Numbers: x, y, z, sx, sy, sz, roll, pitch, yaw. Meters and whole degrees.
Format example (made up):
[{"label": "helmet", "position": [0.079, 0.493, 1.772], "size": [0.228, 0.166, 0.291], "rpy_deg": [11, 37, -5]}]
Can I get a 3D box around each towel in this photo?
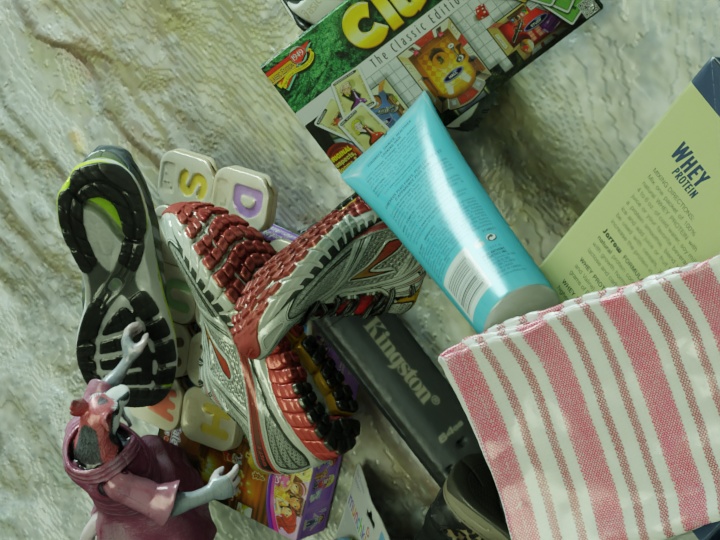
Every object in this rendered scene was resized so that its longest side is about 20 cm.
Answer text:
[{"label": "towel", "position": [0.151, 0.083, 1.387], "size": [0.199, 0.030, 0.147], "rpy_deg": [-20, 94, 32]}]

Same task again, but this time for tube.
[{"label": "tube", "position": [0.053, -0.029, 1.511], "size": [0.077, 0.050, 0.200], "rpy_deg": [-41, 46, 7]}]

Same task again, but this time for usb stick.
[{"label": "usb stick", "position": [0.016, 0.058, 1.647], "size": [0.200, 0.055, 0.033], "rpy_deg": [53, 139, -2]}]

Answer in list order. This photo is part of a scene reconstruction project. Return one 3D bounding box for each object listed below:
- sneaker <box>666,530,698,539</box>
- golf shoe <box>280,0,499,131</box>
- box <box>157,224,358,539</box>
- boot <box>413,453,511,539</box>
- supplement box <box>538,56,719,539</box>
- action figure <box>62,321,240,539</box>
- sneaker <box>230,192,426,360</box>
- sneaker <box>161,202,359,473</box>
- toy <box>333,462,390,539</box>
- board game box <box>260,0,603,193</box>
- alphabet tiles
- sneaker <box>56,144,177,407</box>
[{"label": "sneaker", "position": [0.246, 0.190, 1.493], "size": [0.200, 0.112, 0.073], "rpy_deg": [52, 131, -4]}, {"label": "golf shoe", "position": [0.001, -0.159, 1.625], "size": [0.200, 0.094, 0.078], "rpy_deg": [43, 118, 20]}, {"label": "box", "position": [-0.067, 0.071, 1.744], "size": [0.136, 0.039, 0.201], "rpy_deg": [23, 110, 29]}, {"label": "boot", "position": [0.104, 0.230, 1.631], "size": [0.200, 0.073, 0.151], "rpy_deg": [41, 130, 3]}, {"label": "supplement box", "position": [0.239, 0.015, 1.444], "size": [0.200, 0.134, 0.200], "rpy_deg": [-53, 59, 29]}, {"label": "action figure", "position": [-0.166, 0.137, 1.669], "size": [0.149, 0.200, 0.134], "rpy_deg": [-34, 56, -3]}, {"label": "sneaker", "position": [0.000, 0.000, 1.595], "size": [0.082, 0.200, 0.078], "rpy_deg": [56, 150, -5]}, {"label": "sneaker", "position": [-0.084, 0.047, 1.656], "size": [0.082, 0.078, 0.201], "rpy_deg": [-30, 84, 31]}, {"label": "toy", "position": [-0.034, 0.244, 1.709], "size": [0.115, 0.047, 0.201], "rpy_deg": [-116, 37, -59]}, {"label": "board game box", "position": [0.044, -0.149, 1.577], "size": [0.200, 0.023, 0.105], "rpy_deg": [-37, 96, 12]}, {"label": "alphabet tiles", "position": [-0.112, 0.021, 1.734], "size": [0.195, 0.015, 0.201], "rpy_deg": [19, 108, 31]}, {"label": "sneaker", "position": [-0.161, 0.003, 1.718], "size": [0.073, 0.081, 0.201], "rpy_deg": [0, 117, 6]}]
